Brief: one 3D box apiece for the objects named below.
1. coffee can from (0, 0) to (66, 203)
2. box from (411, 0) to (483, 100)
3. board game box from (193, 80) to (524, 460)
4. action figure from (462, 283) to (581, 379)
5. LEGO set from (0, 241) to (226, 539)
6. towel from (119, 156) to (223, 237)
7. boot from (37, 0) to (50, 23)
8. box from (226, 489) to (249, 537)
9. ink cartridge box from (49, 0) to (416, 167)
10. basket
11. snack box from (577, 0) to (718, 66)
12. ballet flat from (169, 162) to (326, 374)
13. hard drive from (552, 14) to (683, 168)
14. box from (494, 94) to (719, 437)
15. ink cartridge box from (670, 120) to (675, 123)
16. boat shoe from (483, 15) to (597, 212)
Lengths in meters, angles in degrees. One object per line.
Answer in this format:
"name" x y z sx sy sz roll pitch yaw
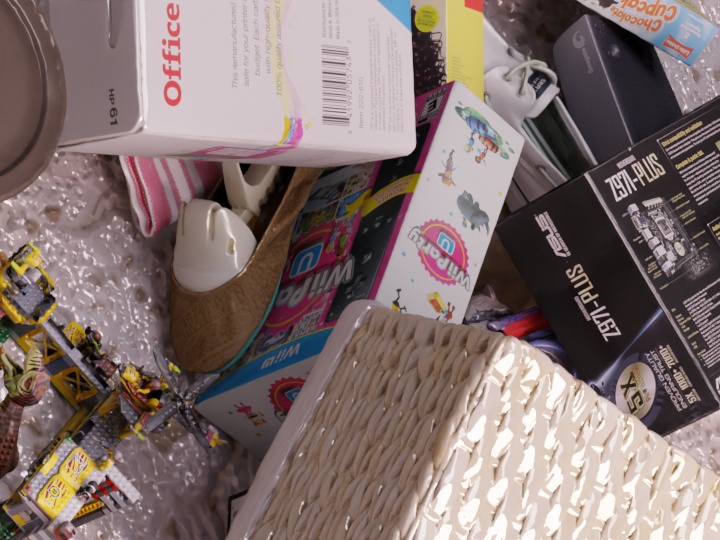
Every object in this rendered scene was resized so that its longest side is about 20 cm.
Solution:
"coffee can" -0.261 -0.069 1.415 0.146 0.200 0.146 18 61 -36
"box" 0.036 -0.167 1.780 0.050 0.075 0.200 10 77 -57
"board game box" 0.000 0.000 1.663 0.064 0.148 0.200 40 49 -26
"action figure" 0.092 0.103 1.749 0.200 0.105 0.194 -6 69 -42
"LEGO set" -0.168 0.075 1.496 0.154 0.116 0.200 56 45 -9
"towel" -0.077 -0.124 1.683 0.200 0.030 0.146 -39 131 -44
"boot" -0.190 -0.218 1.604 0.096 0.074 0.200 27 50 -20
"box" 0.007 0.218 1.654 0.200 0.036 0.143 22 58 -36
"ink cartridge box" -0.071 -0.135 1.569 0.200 0.085 0.145 3 84 -44
"basket" 0.061 0.144 1.495 0.198 0.161 0.200 33 75 -29
"snack box" 0.139 -0.215 1.922 0.200 0.037 0.116 26 19 -32
"ballet flat" -0.066 -0.039 1.652 0.200 0.068 0.072 -62 145 -23
"hard drive" 0.193 -0.070 1.918 0.135 0.042 0.200 -2 69 -65
"box" 0.202 -0.005 1.771 0.200 0.086 0.164 -30 90 -47
"ink cartridge box" 0.279 -0.053 1.944 0.137 0.076 0.200 68 21 3
"boat shoe" 0.101 -0.112 1.846 0.200 0.067 0.074 54 46 -20
